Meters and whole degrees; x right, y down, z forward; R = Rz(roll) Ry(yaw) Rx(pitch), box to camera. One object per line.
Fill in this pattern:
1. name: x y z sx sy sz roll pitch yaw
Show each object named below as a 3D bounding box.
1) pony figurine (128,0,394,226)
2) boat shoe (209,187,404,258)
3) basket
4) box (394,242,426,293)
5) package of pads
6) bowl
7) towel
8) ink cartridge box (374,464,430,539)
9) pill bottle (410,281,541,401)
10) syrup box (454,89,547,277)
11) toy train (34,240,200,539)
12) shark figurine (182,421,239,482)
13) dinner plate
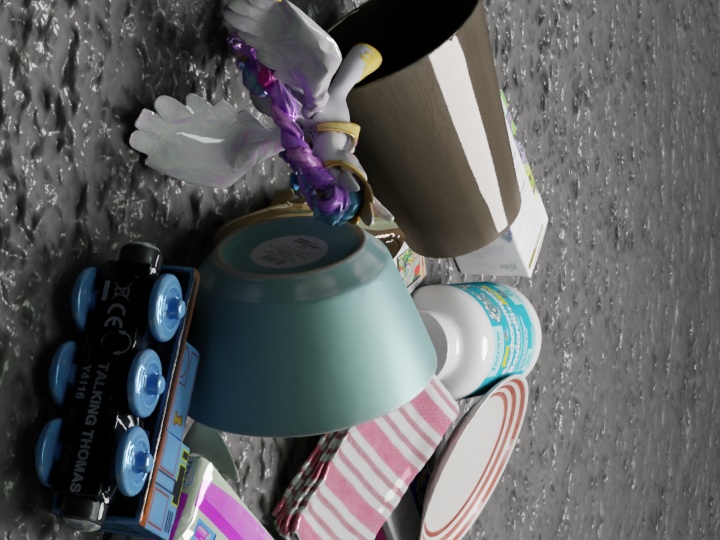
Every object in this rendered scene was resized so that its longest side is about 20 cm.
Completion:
1. pony figurine: -0.056 -0.130 1.305 0.192 0.167 0.201 31 30 -25
2. boat shoe: -0.054 -0.031 1.433 0.199 0.076 0.072 -1 137 -50
3. basket: 0.058 -0.123 1.520 0.180 0.136 0.201 -37 125 -17
4. box: 0.000 0.000 1.574 0.200 0.034 0.111 -47 134 -53
5. package of pads: -0.123 0.250 1.314 0.200 0.067 0.156 57 43 -50
6. bowl: -0.046 0.029 1.292 0.201 0.199 0.106 -44 134 -54
7. towel: 0.011 0.170 1.549 0.201 0.030 0.146 -55 145 -11
8. ink cartridge box: 0.047 0.248 1.705 0.095 0.037 0.201 -63 143 -40
9. pill bottle: 0.092 0.068 1.687 0.199 0.110 0.112 -4 97 -64
10. syrup box: 0.121 -0.085 1.763 0.201 0.078 0.082 63 39 -47
11. toy train: -0.160 0.085 1.207 0.114 0.086 0.202 55 43 -65
12. shark figurine: -0.069 0.087 1.389 0.214 0.088 0.130 -19 109 -64
13. dinner plate: 0.103 0.187 1.700 0.200 0.024 0.201 -49 154 -35
